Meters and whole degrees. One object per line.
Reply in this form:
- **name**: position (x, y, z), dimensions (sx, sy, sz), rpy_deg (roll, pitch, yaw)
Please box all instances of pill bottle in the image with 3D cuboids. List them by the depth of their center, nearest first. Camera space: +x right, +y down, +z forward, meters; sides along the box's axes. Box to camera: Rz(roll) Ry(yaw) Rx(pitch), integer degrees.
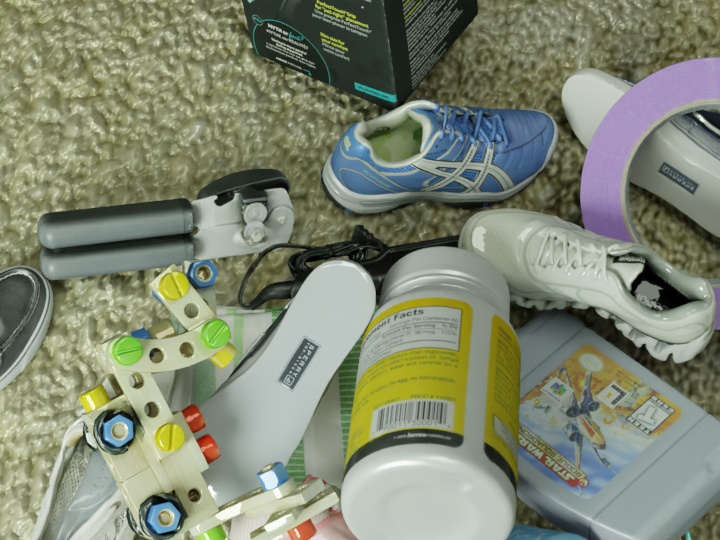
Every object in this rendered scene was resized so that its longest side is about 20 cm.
- **pill bottle**: position (0.052, 0.086, 0.968), dimensions (0.113, 0.115, 0.201), rpy_deg (13, 44, -3)

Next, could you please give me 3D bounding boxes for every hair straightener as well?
- **hair straightener**: position (0.000, 0.000, 1.089), dimensions (0.197, 0.041, 0.077), rpy_deg (-11, 32, -16)

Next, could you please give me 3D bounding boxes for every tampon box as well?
- **tampon box**: position (-0.007, -0.254, 1.102), dimensions (0.149, 0.201, 0.127), rpy_deg (26, 61, 24)

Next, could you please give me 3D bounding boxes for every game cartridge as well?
- **game cartridge**: position (0.161, 0.117, 1.024), dimensions (0.133, 0.042, 0.199), rpy_deg (-33, 51, -26)

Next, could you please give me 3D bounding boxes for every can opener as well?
- **can opener**: position (-0.144, -0.032, 1.077), dimensions (0.197, 0.053, 0.067), rpy_deg (-10, 31, -20)

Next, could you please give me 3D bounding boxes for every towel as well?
- **towel**: position (-0.038, 0.093, 1.048), dimensions (0.197, 0.023, 0.155), rpy_deg (-1, 65, -10)

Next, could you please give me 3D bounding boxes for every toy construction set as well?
- **toy construction set**: position (-0.105, 0.101, 0.929), dimensions (0.130, 0.092, 0.201), rpy_deg (-29, 80, -22)

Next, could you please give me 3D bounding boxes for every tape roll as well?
- **tape roll**: position (0.269, -0.058, 1.093), dimensions (0.197, 0.066, 0.203), rpy_deg (1, 93, 12)

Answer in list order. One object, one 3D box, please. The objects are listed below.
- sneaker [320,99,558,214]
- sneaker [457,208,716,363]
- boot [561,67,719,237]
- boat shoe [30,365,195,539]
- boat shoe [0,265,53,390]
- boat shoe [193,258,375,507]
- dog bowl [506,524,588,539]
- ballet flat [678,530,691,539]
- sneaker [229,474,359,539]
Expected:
- **sneaker**: position (0.069, -0.094, 1.126), dimensions (0.197, 0.077, 0.076), rpy_deg (-14, 66, -17)
- **sneaker**: position (0.166, -0.002, 1.039), dimensions (0.198, 0.081, 0.076), rpy_deg (20, 77, 10)
- **boot**: position (0.262, -0.109, 1.181), dimensions (0.199, 0.073, 0.090), rpy_deg (40, 50, 8)
- **boat shoe**: position (-0.169, 0.122, 0.976), dimensions (0.070, 0.070, 0.202), rpy_deg (6, 60, 20)
- **boat shoe**: position (-0.291, 0.062, 0.993), dimensions (0.070, 0.066, 0.200), rpy_deg (42, 64, 10)
- **boat shoe**: position (-0.059, 0.079, 1.005), dimensions (0.071, 0.068, 0.201), rpy_deg (33, 87, -1)
- **dog bowl**: position (0.134, 0.266, 0.941), dimensions (0.110, 0.049, 0.203), rpy_deg (-2, 77, -40)
- **ballet flat**: position (0.213, 0.226, 1.013), dimensions (0.071, 0.068, 0.202), rpy_deg (-18, 73, -2)
- **sneaker**: position (0.004, 0.189, 0.973), dimensions (0.197, 0.075, 0.106), rpy_deg (-2, 78, -7)
